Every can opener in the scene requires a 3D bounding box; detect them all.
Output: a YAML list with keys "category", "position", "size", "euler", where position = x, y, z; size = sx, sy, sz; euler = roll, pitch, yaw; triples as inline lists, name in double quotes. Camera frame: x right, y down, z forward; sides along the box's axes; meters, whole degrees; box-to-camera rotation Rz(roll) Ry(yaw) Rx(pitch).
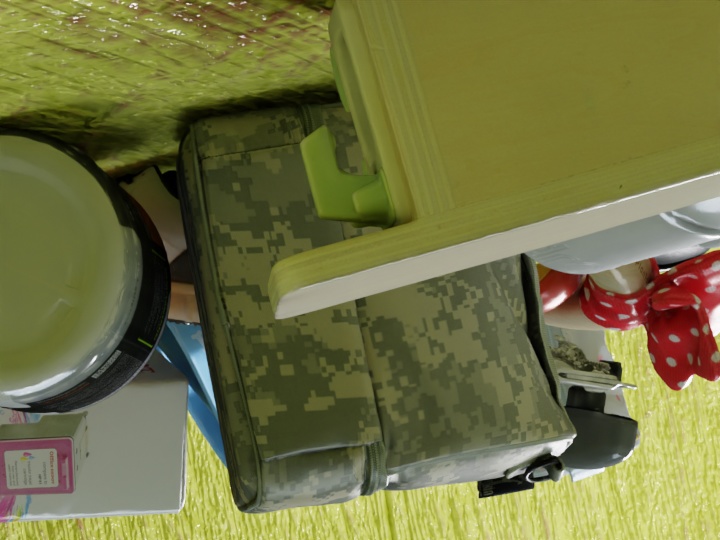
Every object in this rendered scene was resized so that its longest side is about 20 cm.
- category: "can opener"
  position: [0.076, 0.064, 1.592]
  size: [0.052, 0.067, 0.200]
  euler: [10, 179, -30]

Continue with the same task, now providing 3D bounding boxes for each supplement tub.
- category: "supplement tub"
  position: [-0.153, 0.005, 1.380]
  size: [0.122, 0.123, 0.200]
  euler: [-11, 174, 1]

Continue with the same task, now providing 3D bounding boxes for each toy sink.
- category: "toy sink"
  position: [0.048, -0.065, 1.137]
  size: [0.199, 0.113, 0.130]
  euler: [-16, 175, -4]

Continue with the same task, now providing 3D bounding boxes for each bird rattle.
- category: "bird rattle"
  position: [0.111, -0.012, 1.575]
  size: [0.199, 0.113, 0.163]
  euler: [29, 162, -35]

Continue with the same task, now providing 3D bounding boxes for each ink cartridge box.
- category: "ink cartridge box"
  position: [-0.210, 0.083, 1.672]
  size: [0.199, 0.085, 0.144]
  euler: [0, -166, -22]

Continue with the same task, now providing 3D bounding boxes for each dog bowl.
- category: "dog bowl"
  position: [-0.081, 0.047, 1.669]
  size: [0.049, 0.112, 0.201]
  euler: [-32, 135, -11]

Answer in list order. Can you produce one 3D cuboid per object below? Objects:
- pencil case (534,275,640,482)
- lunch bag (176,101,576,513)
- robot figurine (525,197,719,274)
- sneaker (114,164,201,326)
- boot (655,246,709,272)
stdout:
- category: "pencil case"
  position: [0.105, 0.023, 1.747]
  size: [0.083, 0.201, 0.091]
  euler: [-16, -176, -19]
- category: "lunch bag"
  position: [0.007, 0.016, 1.423]
  size: [0.167, 0.201, 0.139]
  euler: [-10, 173, -6]
- category: "robot figurine"
  position: [0.126, -0.064, 1.294]
  size: [0.169, 0.114, 0.200]
  euler: [31, 152, -28]
- category: "sneaker"
  position: [-0.124, -0.018, 1.547]
  size: [0.199, 0.081, 0.074]
  euler: [5, -172, 23]
- category: "boot"
  position: [0.205, -0.048, 1.914]
  size: [0.197, 0.074, 0.162]
  euler: [-7, 170, -36]
